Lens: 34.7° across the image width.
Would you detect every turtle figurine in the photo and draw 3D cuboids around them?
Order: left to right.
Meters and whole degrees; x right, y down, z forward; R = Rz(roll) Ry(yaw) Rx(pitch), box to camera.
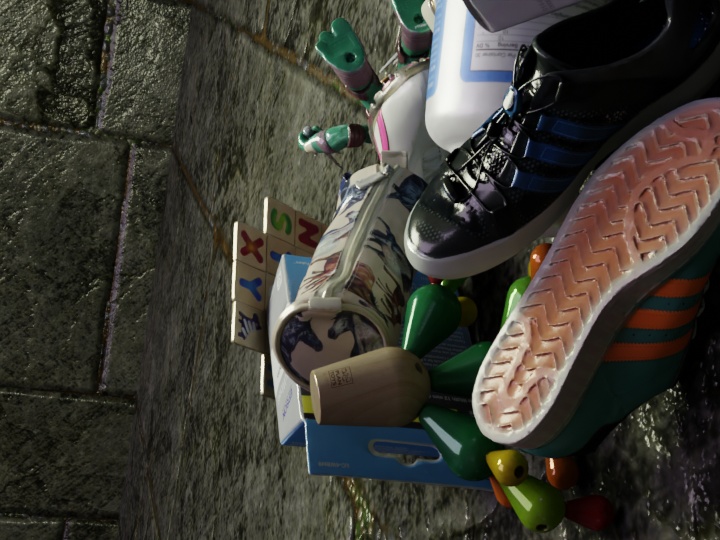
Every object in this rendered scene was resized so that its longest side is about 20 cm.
[{"bbox_3d":[0.024,-0.146,0.959,0.150,0.100,0.200,-47,-18,-13],"label":"turtle figurine"}]

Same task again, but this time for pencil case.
[{"bbox_3d":[0.000,0.000,0.788,0.201,0.077,0.090,-68,-28,-55],"label":"pencil case"}]

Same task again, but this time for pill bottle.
[{"bbox_3d":[0.096,-0.125,0.682,0.112,0.111,0.203,178,99,-73],"label":"pill bottle"}]

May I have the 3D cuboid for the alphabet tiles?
[{"bbox_3d":[-0.033,0.037,0.950,0.006,0.199,0.169,-19,61,36],"label":"alphabet tiles"}]

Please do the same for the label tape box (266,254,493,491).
[{"bbox_3d":[0.012,0.085,0.828,0.201,0.141,0.066,-100,24,-44],"label":"label tape box"}]

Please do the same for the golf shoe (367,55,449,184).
[{"bbox_3d":[0.050,-0.075,0.892,0.092,0.072,0.201,54,155,30],"label":"golf shoe"}]

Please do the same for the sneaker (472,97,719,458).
[{"bbox_3d":[0.138,0.009,0.575,0.201,0.079,0.072,-56,42,16],"label":"sneaker"}]

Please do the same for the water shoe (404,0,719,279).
[{"bbox_3d":[0.090,-0.081,0.577,0.200,0.079,0.072,-40,45,5],"label":"water shoe"}]

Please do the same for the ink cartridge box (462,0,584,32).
[{"bbox_3d":[0.142,-0.213,0.544,0.198,0.057,0.164,-9,54,32],"label":"ink cartridge box"}]

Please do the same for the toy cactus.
[{"bbox_3d":[0.055,0.061,0.661,0.103,0.163,0.202,107,153,-62],"label":"toy cactus"}]

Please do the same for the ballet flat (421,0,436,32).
[{"bbox_3d":[0.078,-0.210,0.852,0.072,0.071,0.203,162,113,-72],"label":"ballet flat"}]
